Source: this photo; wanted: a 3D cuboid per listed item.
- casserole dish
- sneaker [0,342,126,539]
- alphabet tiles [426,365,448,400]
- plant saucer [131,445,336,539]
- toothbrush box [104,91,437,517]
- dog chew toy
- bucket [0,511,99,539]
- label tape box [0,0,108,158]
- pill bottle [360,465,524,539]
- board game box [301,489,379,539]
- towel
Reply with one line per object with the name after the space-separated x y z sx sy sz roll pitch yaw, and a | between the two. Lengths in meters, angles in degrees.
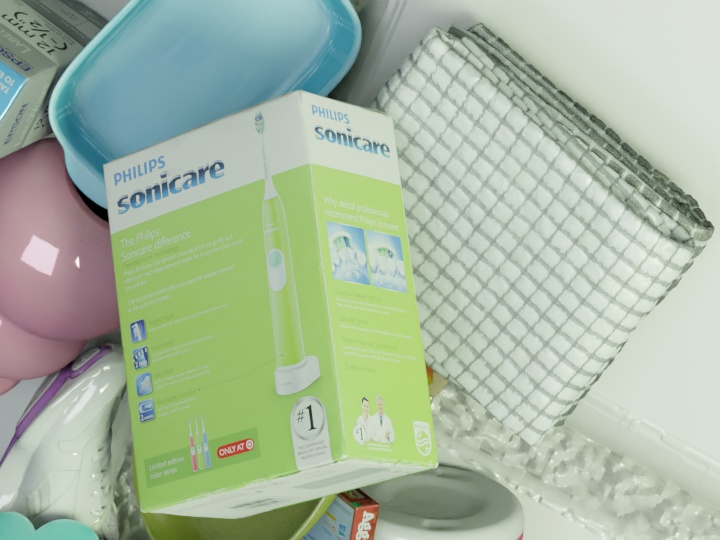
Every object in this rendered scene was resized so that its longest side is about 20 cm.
-0.091 -0.119 1.457 0.200 0.039 0.121 -44 108 8 | casserole dish
-0.181 0.129 1.591 0.100 0.075 0.200 31 120 -3 | sneaker
0.000 0.000 1.509 0.166 0.006 0.200 40 115 6 | alphabet tiles
-0.060 0.084 1.467 0.200 0.031 0.200 -21 60 41 | plant saucer
-0.051 0.022 1.361 0.145 0.086 0.200 -19 73 35 | toothbrush box
-0.206 0.008 1.533 0.125 0.125 0.200 49 125 2 | dog chew toy
-0.207 0.265 1.559 0.207 0.135 0.207 7 130 8 | bucket
-0.244 -0.132 1.456 0.143 0.200 0.066 34 112 8 | label tape box
0.034 0.227 1.504 0.113 0.113 0.200 11 109 18 | pill bottle
-0.056 0.145 1.504 0.200 0.019 0.103 34 120 50 | board game box
0.079 -0.026 1.423 0.200 0.086 0.166 42 120 9 | towel
